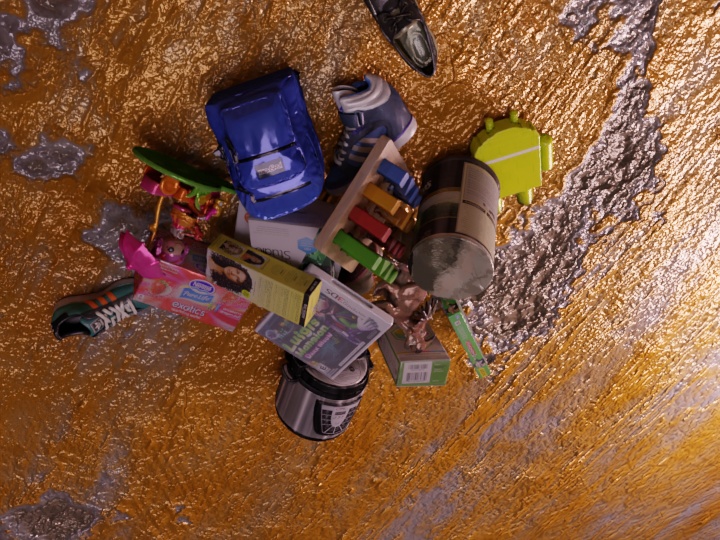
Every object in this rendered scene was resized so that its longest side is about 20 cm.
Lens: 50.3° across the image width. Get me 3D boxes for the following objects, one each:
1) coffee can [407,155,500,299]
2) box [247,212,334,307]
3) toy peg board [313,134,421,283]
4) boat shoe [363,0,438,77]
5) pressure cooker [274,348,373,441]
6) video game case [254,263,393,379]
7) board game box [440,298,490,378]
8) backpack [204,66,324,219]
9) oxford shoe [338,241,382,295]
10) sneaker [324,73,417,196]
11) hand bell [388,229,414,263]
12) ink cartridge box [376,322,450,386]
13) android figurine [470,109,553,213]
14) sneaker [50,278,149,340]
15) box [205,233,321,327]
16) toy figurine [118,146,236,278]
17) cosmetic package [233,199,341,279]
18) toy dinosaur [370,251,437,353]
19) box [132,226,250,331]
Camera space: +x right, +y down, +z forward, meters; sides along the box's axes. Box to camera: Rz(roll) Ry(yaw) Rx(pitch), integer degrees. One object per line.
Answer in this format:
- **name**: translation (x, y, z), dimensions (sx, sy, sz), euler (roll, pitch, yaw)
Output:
- **coffee can**: translation (0.164, -0.075, 1.319), dimensions (0.142, 0.203, 0.148), euler (7, 137, 7)
- **box**: translation (-0.114, -0.011, 1.318), dimensions (0.140, 0.037, 0.203), euler (7, 133, 8)
- **toy peg board**: translation (0.039, -0.080, 1.244), dimensions (0.202, 0.097, 0.200), euler (-57, 164, -1)
- **boat shoe**: translation (0.064, -0.378, 1.161), dimensions (0.071, 0.067, 0.201), euler (-31, 129, 13)
- **pressure cooker**: translation (-0.075, 0.217, 1.540), dimensions (0.175, 0.177, 0.203), euler (26, 123, 4)
- **video game case**: translation (-0.068, 0.096, 1.362), dimensions (0.180, 0.024, 0.200), euler (33, 130, -15)
- **board game box**: translation (0.202, 0.106, 1.545), dimensions (0.029, 0.136, 0.202), euler (-24, 130, 8)
- **backpack**: translation (-0.144, -0.182, 1.184), dimensions (0.158, 0.169, 0.204), euler (-15, 114, 6)
- **oxford shoe**: translation (0.000, 0.000, 1.432), dimensions (0.073, 0.072, 0.200), euler (6, 155, -26)
- **sneaker**: translation (-0.018, -0.232, 1.258), dimensions (0.198, 0.081, 0.146), euler (-37, 122, 19)
- **hand bell**: translation (0.034, -0.063, 1.416), dimensions (0.196, 0.105, 0.105), euler (20, 123, -12)
- **ink cartridge box**: translation (0.096, 0.148, 1.520), dimensions (0.101, 0.201, 0.061), euler (1, 117, -15)
- **android figurine**: translation (0.261, -0.194, 1.377), dimensions (0.178, 0.042, 0.203), euler (-18, 133, 2)
- **sneaker**: translation (-0.462, 0.079, 1.389), dimensions (0.195, 0.081, 0.072), euler (-17, 131, 0)
- **box**: translation (-0.164, 0.016, 1.285), dimensions (0.196, 0.050, 0.076), euler (23, 131, 12)
- **toy figurine**: translation (-0.307, -0.075, 1.236), dimensions (0.198, 0.149, 0.188), euler (12, 106, -52)
- **cosmetic package**: translation (-0.120, -0.060, 1.339), dimensions (0.195, 0.052, 0.153), euler (16, 127, 0)
- **toy dinosaur**: translation (0.090, 0.045, 1.397), dimensions (0.132, 0.087, 0.203), euler (15, 135, 2)
- **box**: translation (-0.295, 0.016, 1.372), dimensions (0.197, 0.096, 0.103), euler (22, 120, -28)
